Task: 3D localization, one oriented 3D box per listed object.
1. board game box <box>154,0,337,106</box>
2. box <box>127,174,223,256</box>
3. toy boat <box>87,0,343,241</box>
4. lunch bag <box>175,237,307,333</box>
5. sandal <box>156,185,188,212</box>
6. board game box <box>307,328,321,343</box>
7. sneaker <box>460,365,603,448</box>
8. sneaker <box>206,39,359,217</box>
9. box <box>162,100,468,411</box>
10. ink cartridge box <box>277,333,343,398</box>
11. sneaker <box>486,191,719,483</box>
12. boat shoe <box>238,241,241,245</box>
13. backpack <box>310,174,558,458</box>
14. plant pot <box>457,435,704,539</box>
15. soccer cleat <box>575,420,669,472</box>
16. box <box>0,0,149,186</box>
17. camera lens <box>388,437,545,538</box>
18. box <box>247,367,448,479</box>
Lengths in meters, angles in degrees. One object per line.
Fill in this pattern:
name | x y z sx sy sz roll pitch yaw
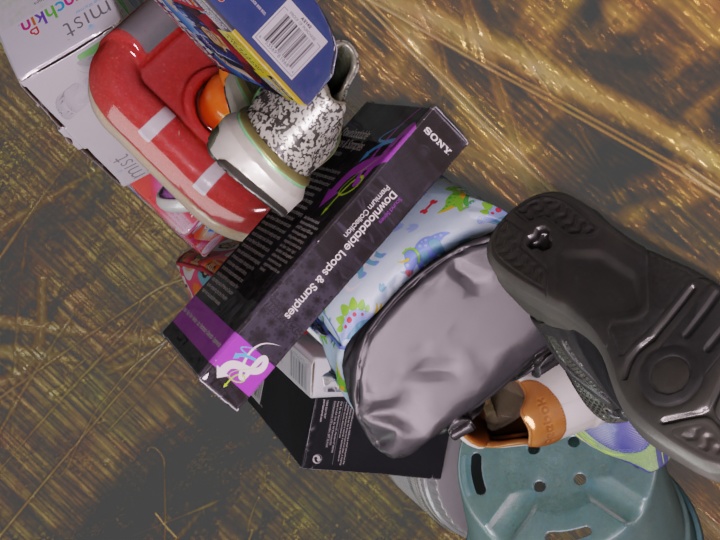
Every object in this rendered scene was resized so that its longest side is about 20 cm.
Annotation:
board game box | -0.108 -0.192 0.867 0.200 0.062 0.200 46 175 -27
box | -0.184 -0.118 1.415 0.200 0.096 0.100 43 176 12
toy boat | -0.086 -0.119 1.109 0.200 0.131 0.131 43 146 -4
lunch bag | -0.065 -0.001 1.462 0.200 0.175 0.083 25 136 66
sandal | -0.109 -0.093 1.269 0.203 0.082 0.050 -48 -52 -64
board game box | 0.009 0.019 1.319 0.200 0.134 0.034 42 134 4
sneaker | 0.075 0.071 1.050 0.200 0.084 0.073 11 121 58
sneaker | -0.030 -0.101 0.942 0.077 0.088 0.200 45 -163 -18
box | -0.031 -0.016 0.936 0.036 0.200 0.143 41 176 -16
ink cartridge box | 0.018 0.074 1.473 0.198 0.041 0.199 -1 -169 -19
sneaker | 0.149 0.046 0.774 0.114 0.076 0.199 45 178 -42
boat shoe | 0.000 0.000 1.239 0.199 0.061 0.074 19 -166 -2
backpack | 0.034 0.011 1.005 0.154 0.163 0.200 52 180 -7
plant pot | 0.162 0.186 1.225 0.200 0.200 0.196 40 167 31
soccer cleat | 0.143 0.083 1.106 0.200 0.065 0.084 31 153 57
box | -0.224 -0.192 1.267 0.177 0.096 0.200 61 -177 26
camera lens | 0.113 0.179 1.606 0.160 0.160 0.200 44 175 -16
box | -0.013 0.128 1.523 0.140 0.080 0.200 10 -170 -21
